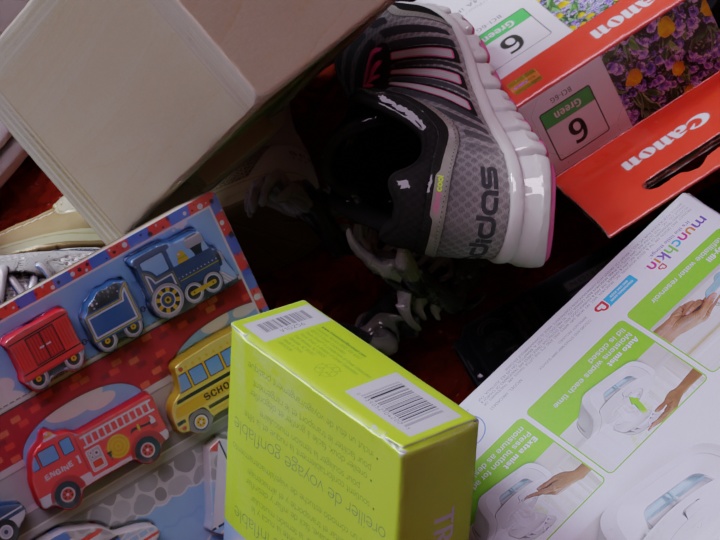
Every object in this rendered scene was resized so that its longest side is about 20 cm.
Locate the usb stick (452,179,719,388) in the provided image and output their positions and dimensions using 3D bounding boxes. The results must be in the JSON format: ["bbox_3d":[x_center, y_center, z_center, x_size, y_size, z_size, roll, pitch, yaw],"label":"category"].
[{"bbox_3d":[0.139,0.003,1.194,0.199,0.033,0.056,-29,53,-1],"label":"usb stick"}]

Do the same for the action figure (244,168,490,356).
[{"bbox_3d":[0.000,0.000,1.210,0.119,0.102,0.200,10,57,52],"label":"action figure"}]

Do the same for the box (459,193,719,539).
[{"bbox_3d":[0.140,0.092,1.072,0.200,0.097,0.176,-43,48,-14],"label":"box"}]

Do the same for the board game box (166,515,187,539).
[{"bbox_3d":[-0.169,0.068,1.152,0.199,0.034,0.136,9,77,3],"label":"board game box"}]

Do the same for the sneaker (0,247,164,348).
[{"bbox_3d":[-0.180,0.027,1.100,0.199,0.085,0.077,-10,75,-3],"label":"sneaker"}]

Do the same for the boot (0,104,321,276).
[{"bbox_3d":[-0.123,-0.053,1.331,0.199,0.073,0.156,-18,47,7],"label":"boot"}]

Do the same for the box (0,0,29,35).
[{"bbox_3d":[-0.247,-0.224,1.425,0.199,0.131,0.199,-11,30,-33],"label":"box"}]

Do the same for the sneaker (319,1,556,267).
[{"bbox_3d":[0.017,-0.067,1.158,0.087,0.074,0.200,0,34,-23],"label":"sneaker"}]

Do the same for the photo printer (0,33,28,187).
[{"bbox_3d":[-0.276,-0.085,1.429,0.200,0.070,0.166,25,64,37],"label":"photo printer"}]

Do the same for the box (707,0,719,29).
[{"bbox_3d":[0.123,-0.141,1.314,0.160,0.044,0.200,22,63,36],"label":"box"}]

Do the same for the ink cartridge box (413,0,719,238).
[{"bbox_3d":[0.110,-0.100,1.194,0.109,0.050,0.200,-33,33,-4],"label":"ink cartridge box"}]

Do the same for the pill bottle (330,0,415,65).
[{"bbox_3d":[-0.034,-0.162,1.305,0.114,0.115,0.200,12,33,32],"label":"pill bottle"}]

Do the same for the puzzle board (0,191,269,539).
[{"bbox_3d":[-0.115,0.078,1.089,0.199,0.151,0.017,-30,15,-19],"label":"puzzle board"}]

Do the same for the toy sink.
[{"bbox_3d":[-0.087,-0.095,1.152,0.130,0.112,0.200,-42,2,-43],"label":"toy sink"}]

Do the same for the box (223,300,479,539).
[{"bbox_3d":[-0.009,0.129,1.067,0.048,0.201,0.122,-18,35,-34],"label":"box"}]
